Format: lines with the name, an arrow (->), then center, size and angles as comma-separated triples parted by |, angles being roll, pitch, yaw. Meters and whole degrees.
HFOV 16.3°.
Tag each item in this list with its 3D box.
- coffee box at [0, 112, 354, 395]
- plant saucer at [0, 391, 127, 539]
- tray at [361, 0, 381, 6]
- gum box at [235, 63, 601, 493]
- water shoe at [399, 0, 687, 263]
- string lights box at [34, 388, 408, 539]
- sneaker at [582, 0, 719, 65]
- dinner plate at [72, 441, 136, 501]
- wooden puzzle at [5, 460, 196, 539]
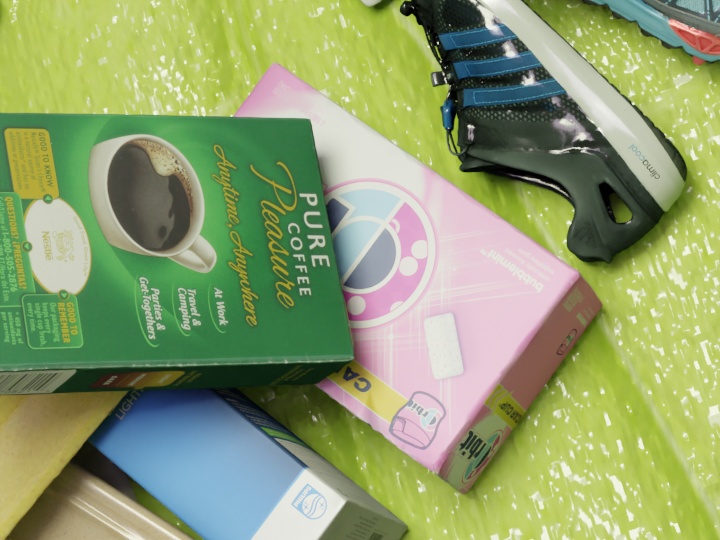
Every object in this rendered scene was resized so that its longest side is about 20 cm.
coffee box -> -0.106, -0.007, 1.107 | 0.199, 0.044, 0.123 | -2, 70, -29
plant saucer -> -0.238, 0.055, 1.143 | 0.200, 0.048, 0.200 | 37, 100, -16
tray -> -0.009, -0.239, 1.237 | 0.107, 0.022, 0.200 | -36, 105, -3
gum box -> 0.000, 0.000, 1.206 | 0.200, 0.066, 0.114 | 36, 87, 21
water shoe -> 0.064, -0.087, 1.203 | 0.200, 0.071, 0.079 | 44, 93, 13
string lights box -> -0.080, 0.079, 1.199 | 0.200, 0.103, 0.059 | 37, 90, 22
sneaker -> 0.144, -0.161, 1.169 | 0.199, 0.096, 0.080 | 17, 58, -4
dinner plate -> -0.204, 0.152, 1.261 | 0.199, 0.024, 0.201 | -4, 74, 16
wooden puzzle -> -0.137, 0.195, 1.201 | 0.200, 0.037, 0.185 | 32, 101, 15
